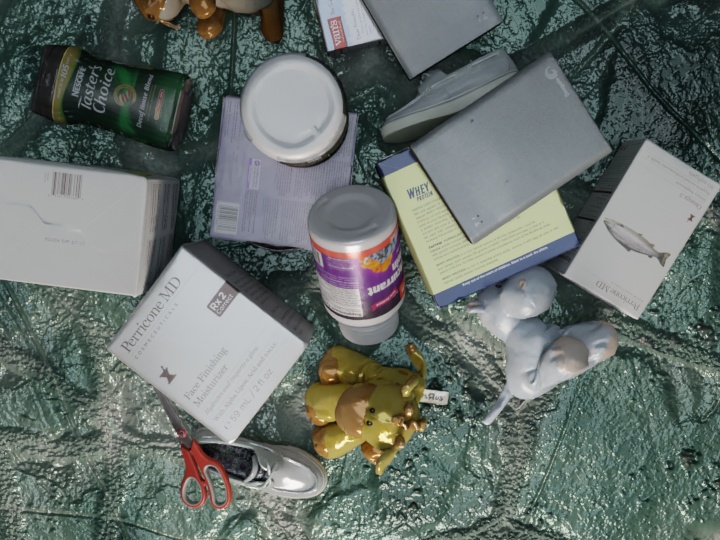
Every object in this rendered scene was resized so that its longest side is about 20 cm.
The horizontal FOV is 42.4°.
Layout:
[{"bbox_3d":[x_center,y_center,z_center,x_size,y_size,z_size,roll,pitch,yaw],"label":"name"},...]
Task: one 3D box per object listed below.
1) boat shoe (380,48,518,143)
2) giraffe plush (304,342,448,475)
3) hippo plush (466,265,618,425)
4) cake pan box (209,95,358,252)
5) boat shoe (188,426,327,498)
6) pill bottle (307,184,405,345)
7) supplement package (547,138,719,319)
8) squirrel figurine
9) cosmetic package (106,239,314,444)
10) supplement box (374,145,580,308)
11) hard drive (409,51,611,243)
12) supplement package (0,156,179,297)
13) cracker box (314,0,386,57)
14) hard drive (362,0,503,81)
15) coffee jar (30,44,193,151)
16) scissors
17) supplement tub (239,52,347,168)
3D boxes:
[{"bbox_3d":[0.113,-0.233,1.234,0.200,0.070,0.072,-23,77,3],"label":"boat shoe"},{"bbox_3d":[0.023,0.188,1.218,0.198,0.162,0.174,-10,95,2],"label":"giraffe plush"},{"bbox_3d":[0.235,0.076,1.239,0.200,0.159,0.162,-42,72,45],"label":"hippo plush"},{"bbox_3d":[-0.101,-0.124,1.249,0.183,0.052,0.202,6,95,2],"label":"cake pan box"},{"bbox_3d":[-0.144,0.270,1.266,0.199,0.072,0.071,18,95,-1],"label":"boat shoe"},{"bbox_3d":[0.000,0.000,1.189,0.111,0.112,0.201,-8,135,1],"label":"pill bottle"},{"bbox_3d":[0.354,-0.056,1.216,0.116,0.117,0.201,30,95,-3],"label":"supplement package"},{"bbox_3d":[-0.204,-0.400,1.200,0.185,0.142,0.202,-1,81,11],"label":"squirrel figurine"},{"bbox_3d":[-0.187,0.086,1.211,0.200,0.165,0.165,37,94,-3],"label":"cosmetic package"},{"bbox_3d":[0.145,-0.088,1.206,0.199,0.134,0.201,-24,94,2],"label":"supplement box"},{"bbox_3d":[0.179,-0.146,1.110,0.199,0.033,0.140,-34,94,1],"label":"hard drive"},{"bbox_3d":[-0.347,-0.059,1.182,0.190,0.200,0.148,8,95,-1],"label":"supplement package"},{"bbox_3d":[0.037,-0.372,1.220,0.198,0.058,0.135,-13,95,1],"label":"cracker box"},{"bbox_3d":[0.070,-0.364,1.175,0.139,0.033,0.201,-31,95,3],"label":"hard drive"},{"bbox_3d":[-0.328,-0.229,1.223,0.198,0.085,0.105,13,95,0],"label":"coffee jar"},{"bbox_3d":[-0.223,0.223,1.227,0.073,0.014,0.202,-13,95,15],"label":"scissors"},{"bbox_3d":[-0.075,-0.187,1.119,0.121,0.200,0.124,0,93,0],"label":"supplement tub"}]
